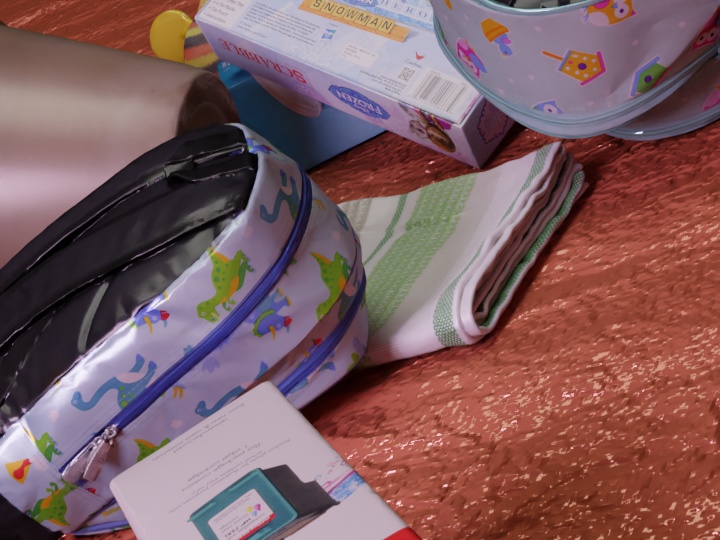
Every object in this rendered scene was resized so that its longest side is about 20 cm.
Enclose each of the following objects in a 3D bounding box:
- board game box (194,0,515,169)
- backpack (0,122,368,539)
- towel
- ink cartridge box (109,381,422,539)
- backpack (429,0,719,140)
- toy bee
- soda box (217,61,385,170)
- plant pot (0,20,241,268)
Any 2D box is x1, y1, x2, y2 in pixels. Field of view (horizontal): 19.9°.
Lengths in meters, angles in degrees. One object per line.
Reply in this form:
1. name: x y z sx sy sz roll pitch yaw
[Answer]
1. board game box: 0.040 -0.173 1.151 0.199 0.041 0.200 26 70 34
2. backpack: -0.093 0.025 0.915 0.200 0.153 0.163 -52 19 17
3. towel: 0.000 0.000 0.998 0.199 0.031 0.149 -12 26 36
4. ink cartridge box: -0.002 0.123 0.608 0.067 0.117 0.200 -30 22 -9
5. backpack: 0.125 -0.154 0.991 0.199 0.154 0.176 -27 47 -15
6. toy bee: -0.083 -0.180 1.371 0.130 0.109 0.200 -26 23 7
7. soda box: 0.017 -0.129 1.212 0.199 0.068 0.064 -27 21 3
8. plant pot: -0.159 -0.046 1.108 0.172 0.202 0.200 -2 29 18
